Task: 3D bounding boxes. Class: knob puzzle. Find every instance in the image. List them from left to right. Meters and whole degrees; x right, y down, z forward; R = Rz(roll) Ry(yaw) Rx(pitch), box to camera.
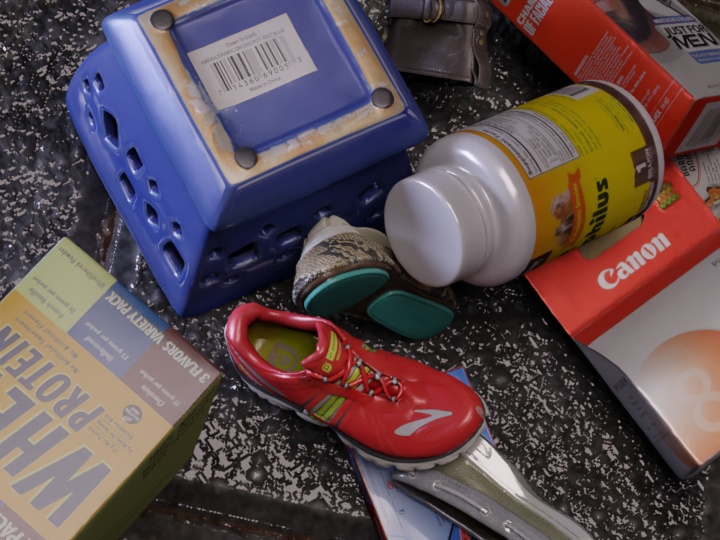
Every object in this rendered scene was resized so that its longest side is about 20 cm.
[{"bbox_3d":[0.241,-0.043,1.555,0.218,0.030,0.221,4,70,-10],"label":"knob puzzle"}]

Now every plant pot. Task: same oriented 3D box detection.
[{"bbox_3d":[-0.077,-0.110,1.441,0.199,0.180,0.201,-24,77,-18],"label":"plant pot"}]

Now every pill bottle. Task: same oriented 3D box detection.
[{"bbox_3d":[0.113,-0.057,1.429,0.200,0.109,0.109,-24,75,-37],"label":"pill bottle"}]

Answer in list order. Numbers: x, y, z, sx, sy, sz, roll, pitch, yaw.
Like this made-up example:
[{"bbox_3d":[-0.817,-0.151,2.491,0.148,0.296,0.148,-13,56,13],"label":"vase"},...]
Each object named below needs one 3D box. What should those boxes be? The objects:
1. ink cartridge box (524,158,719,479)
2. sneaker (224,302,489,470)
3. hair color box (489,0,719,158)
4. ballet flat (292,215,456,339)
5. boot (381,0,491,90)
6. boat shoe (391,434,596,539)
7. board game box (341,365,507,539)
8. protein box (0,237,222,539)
[{"bbox_3d":[0.238,0.026,1.487,0.162,0.050,0.200,-34,83,-20],"label":"ink cartridge box"},{"bbox_3d":[-0.010,0.076,1.406,0.199,0.085,0.077,17,69,21],"label":"sneaker"},{"bbox_3d":[0.196,-0.175,1.530,0.111,0.064,0.200,-15,53,-49],"label":"hair color box"},{"bbox_3d":[0.000,0.000,1.427,0.068,0.200,0.076,-34,67,20],"label":"ballet flat"},{"bbox_3d":[0.037,-0.227,1.549,0.069,0.200,0.175,9,98,-42],"label":"boot"},{"bbox_3d":[0.111,0.188,1.406,0.065,0.074,0.202,-43,78,-14],"label":"boat shoe"},{"bbox_3d":[0.063,0.176,1.448,0.103,0.019,0.201,-17,74,-15],"label":"board game box"},{"bbox_3d":[-0.211,0.121,1.319,0.135,0.200,0.199,40,68,5],"label":"protein box"}]
